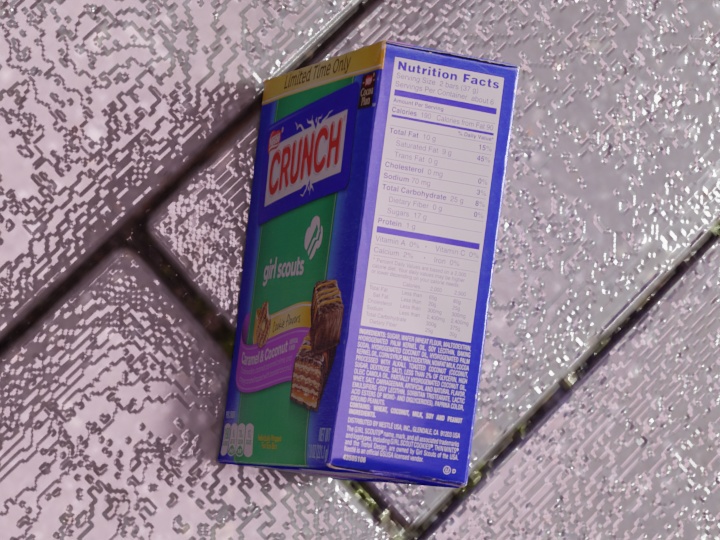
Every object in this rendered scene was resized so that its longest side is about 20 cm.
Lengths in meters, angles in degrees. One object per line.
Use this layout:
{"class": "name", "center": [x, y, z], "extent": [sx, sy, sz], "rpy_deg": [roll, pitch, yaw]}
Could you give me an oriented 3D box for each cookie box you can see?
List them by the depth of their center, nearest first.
{"class": "cookie box", "center": [0.000, 0.000, 1.280], "extent": [0.075, 0.171, 0.201], "rpy_deg": [10, 83, -20]}
